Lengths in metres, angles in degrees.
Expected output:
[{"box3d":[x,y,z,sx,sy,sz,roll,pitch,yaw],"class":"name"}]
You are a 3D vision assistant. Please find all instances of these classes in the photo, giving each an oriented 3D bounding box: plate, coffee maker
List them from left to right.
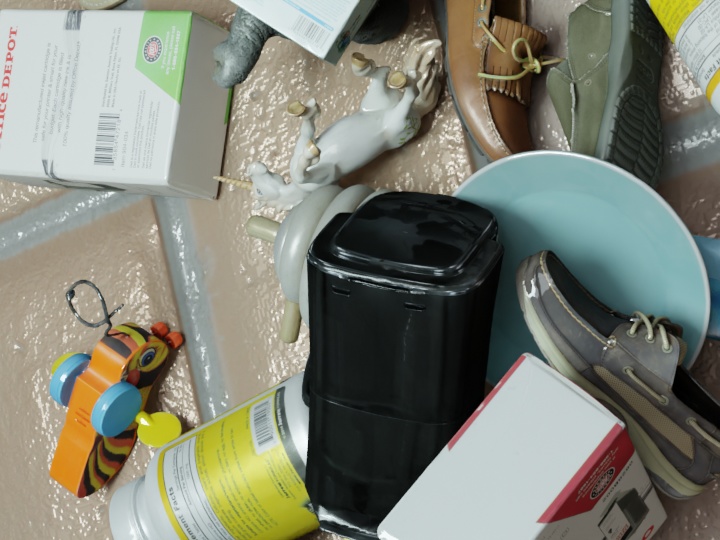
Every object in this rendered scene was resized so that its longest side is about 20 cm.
[{"box3d":[0.030,0.072,0.965,0.135,0.192,0.200,-1,119,-3],"class":"coffee maker"},{"box3d":[0.142,0.009,1.010,0.200,0.026,0.200,12,119,22],"class":"plate"}]

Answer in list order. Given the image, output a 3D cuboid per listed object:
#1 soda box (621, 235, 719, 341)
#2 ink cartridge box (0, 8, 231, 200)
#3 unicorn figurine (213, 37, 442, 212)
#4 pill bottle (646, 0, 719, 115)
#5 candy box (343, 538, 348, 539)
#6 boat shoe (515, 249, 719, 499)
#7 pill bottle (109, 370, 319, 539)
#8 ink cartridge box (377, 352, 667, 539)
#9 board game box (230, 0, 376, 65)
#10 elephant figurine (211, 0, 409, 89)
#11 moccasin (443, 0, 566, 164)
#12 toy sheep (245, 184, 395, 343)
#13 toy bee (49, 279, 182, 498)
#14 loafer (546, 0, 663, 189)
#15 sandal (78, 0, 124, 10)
[{"box3d":[0.218,0.008,1.039,0.200,0.064,0.068,11,88,27],"class":"soda box"},{"box3d":[-0.217,-0.143,1.258,0.200,0.084,0.146,6,85,26],"class":"ink cartridge box"},{"box3d":[-0.021,-0.100,1.137,0.200,0.137,0.074,-19,70,-2],"class":"unicorn figurine"},{"box3d":[0.272,-0.172,1.009,0.113,0.113,0.200,-33,70,19],"class":"pill bottle"},{"box3d":[0.078,0.255,1.080,0.200,0.056,0.117,8,87,28],"class":"candy box"},{"box3d":[0.181,0.058,0.965,0.073,0.075,0.200,-36,104,25],"class":"boat shoe"},{"box3d":[-0.092,0.166,1.142,0.200,0.112,0.112,-29,72,21],"class":"pill bottle"},{"box3d":[0.112,0.162,0.944,0.083,0.200,0.147,36,82,30],"class":"ink cartridge box"},{"box3d":[-0.028,-0.272,1.063,0.148,0.064,0.200,34,99,7],"class":"board game box"},{"box3d":[-0.016,-0.234,1.150,0.155,0.141,0.200,-11,72,39],"class":"elephant figurine"},{"box3d":[0.110,-0.171,1.115,0.078,0.074,0.201,-15,67,32],"class":"moccasin"},{"box3d":[0.000,0.000,1.111,0.200,0.138,0.138,18,91,16],"class":"toy sheep"},{"box3d":[-0.192,0.092,1.219,0.131,0.109,0.200,49,130,14],"class":"toy bee"},{"box3d":[0.174,-0.118,1.062,0.070,0.075,0.200,-12,54,38],"class":"loafer"},{"box3d":[-0.189,-0.311,1.274,0.212,0.070,0.078,-35,70,18],"class":"sandal"}]
